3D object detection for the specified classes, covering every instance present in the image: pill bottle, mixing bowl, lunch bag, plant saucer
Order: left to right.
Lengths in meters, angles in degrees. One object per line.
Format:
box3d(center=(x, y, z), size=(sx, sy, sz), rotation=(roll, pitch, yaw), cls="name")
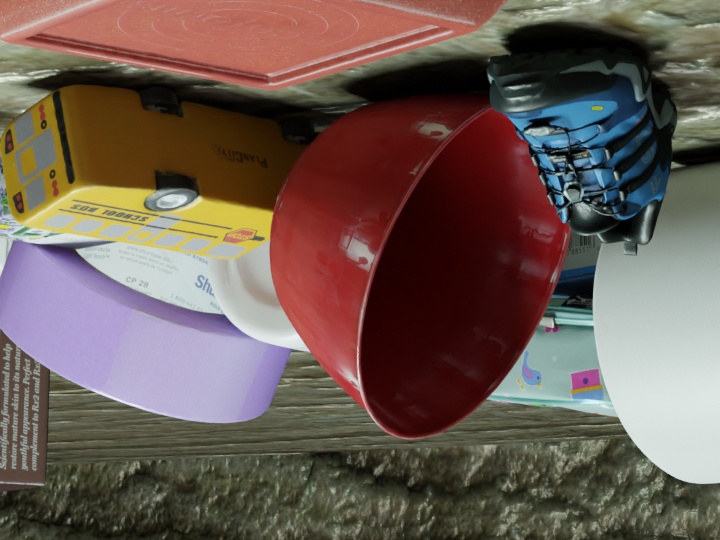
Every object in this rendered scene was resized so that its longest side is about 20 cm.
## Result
box3d(center=(-0.055, -0.121, 1.093), size=(0.199, 0.037, 0.200), rotation=(7, 170, -38), cls="plant saucer")
box3d(center=(0.000, 0.000, 1.598), size=(0.119, 0.120, 0.200), rotation=(-4, 169, 29), cls="pill bottle")
box3d(center=(0.021, -0.019, 1.356), size=(0.108, 0.200, 0.200), rotation=(25, -175, 31), cls="mixing bowl")
box3d(center=(0.171, 0.056, 1.628), size=(0.200, 0.077, 0.160), rotation=(6, -179, -44), cls="lunch bag")

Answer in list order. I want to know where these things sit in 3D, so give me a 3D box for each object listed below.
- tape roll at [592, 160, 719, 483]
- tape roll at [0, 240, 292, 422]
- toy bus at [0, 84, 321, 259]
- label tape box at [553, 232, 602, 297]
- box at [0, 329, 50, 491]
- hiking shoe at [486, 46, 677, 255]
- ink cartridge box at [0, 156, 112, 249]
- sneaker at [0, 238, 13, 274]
box3d(center=(0.257, 0.028, 1.502), size=(0.139, 0.203, 0.202), rotation=(-9, 167, 44), cls="tape roll")
box3d(center=(-0.142, 0.026, 1.637), size=(0.200, 0.066, 0.200), rotation=(21, -165, -6), cls="tape roll")
box3d(center=(-0.099, -0.052, 1.381), size=(0.200, 0.065, 0.078), rotation=(9, 149, -45), cls="toy bus")
box3d(center=(0.193, -0.009, 1.714), size=(0.200, 0.063, 0.144), rotation=(8, 168, -40), cls="label tape box")
box3d(center=(-0.392, 0.117, 2.214), size=(0.164, 0.166, 0.200), rotation=(6, 170, -28), cls="box")
box3d(center=(0.124, -0.064, 1.284), size=(0.074, 0.087, 0.200), rotation=(-4, 170, 26), cls="hiking shoe")
box3d(center=(-0.152, -0.052, 1.491), size=(0.109, 0.050, 0.200), rotation=(9, 169, -44), cls="ink cartridge box")
box3d(center=(-0.290, -0.010, 1.701), size=(0.199, 0.071, 0.093), rotation=(3, 177, -2), cls="sneaker")
